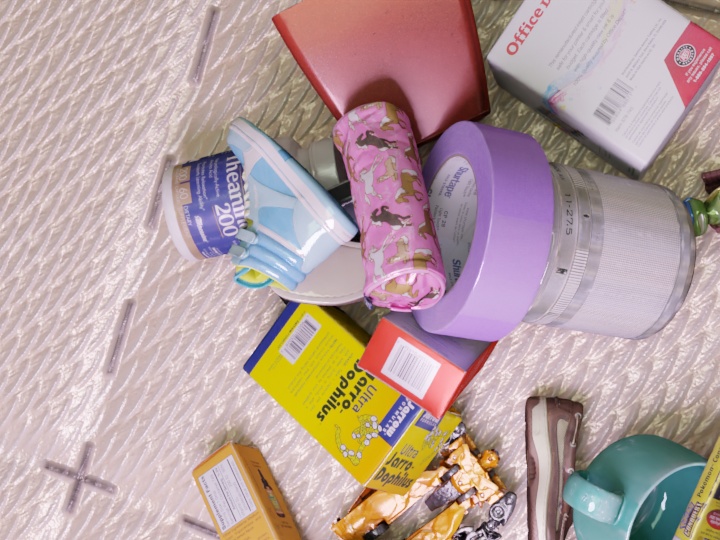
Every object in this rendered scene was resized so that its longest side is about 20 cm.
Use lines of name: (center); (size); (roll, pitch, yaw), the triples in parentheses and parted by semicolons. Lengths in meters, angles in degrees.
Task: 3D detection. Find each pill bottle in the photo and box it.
pill bottle: (-0.112, -0.085, 1.287); (0.197, 0.111, 0.113); (-13, 84, 10)

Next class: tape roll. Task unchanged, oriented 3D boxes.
tape roll: (0.108, -0.037, 1.103); (0.065, 0.200, 0.204); (9, 89, -20)

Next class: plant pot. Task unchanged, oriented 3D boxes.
plant pot: (0.045, -0.221, 1.231); (0.197, 0.200, 0.178); (-24, 92, 9)

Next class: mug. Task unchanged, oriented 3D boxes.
mug: (0.284, 0.233, 1.166); (0.151, 0.114, 0.186); (-38, 117, -14)

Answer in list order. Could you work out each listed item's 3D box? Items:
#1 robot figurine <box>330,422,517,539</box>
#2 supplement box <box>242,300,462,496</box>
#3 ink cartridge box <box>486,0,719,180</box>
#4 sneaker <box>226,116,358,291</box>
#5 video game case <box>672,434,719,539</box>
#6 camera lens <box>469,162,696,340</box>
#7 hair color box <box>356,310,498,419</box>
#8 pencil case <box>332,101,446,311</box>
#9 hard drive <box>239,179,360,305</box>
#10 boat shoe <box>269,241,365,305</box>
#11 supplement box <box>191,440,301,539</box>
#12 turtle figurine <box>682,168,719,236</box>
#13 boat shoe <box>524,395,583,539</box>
robot figurine: (0.073, 0.257, 1.259); (0.199, 0.058, 0.146); (-38, 81, 7)
supplement box: (-0.009, 0.130, 1.228); (0.199, 0.109, 0.110); (39, 94, 30)
ink cartridge box: (0.253, -0.213, 1.206); (0.199, 0.145, 0.146); (37, 94, 10)
sneaker: (-0.105, -0.061, 1.175); (0.131, 0.079, 0.200); (-47, 55, 5)
video game case: (0.395, 0.260, 1.151); (0.198, 0.025, 0.183); (24, 91, -32)
camera lens: (0.223, -0.020, 1.166); (0.197, 0.160, 0.163); (9, 88, -19)
hair color box: (0.079, 0.075, 1.192); (0.101, 0.200, 0.062); (32, 110, 11)
pencil case: (0.026, -0.062, 1.098); (0.086, 0.083, 0.203); (-23, 61, 24)
hard drive: (-0.015, -0.035, 1.255); (0.197, 0.140, 0.033); (-23, 50, 8)
boat shoe: (0.000, 0.000, 1.221); (0.197, 0.060, 0.073); (-12, 74, -8)
supplement box: (-0.111, 0.290, 1.264); (0.068, 0.066, 0.202); (-33, 64, 12)
turtle figurine: (0.428, -0.041, 1.155); (0.191, 0.200, 0.146); (-13, 98, 1)
boat shoe: (0.215, 0.237, 1.227); (0.073, 0.075, 0.206); (-1, 86, 5)
